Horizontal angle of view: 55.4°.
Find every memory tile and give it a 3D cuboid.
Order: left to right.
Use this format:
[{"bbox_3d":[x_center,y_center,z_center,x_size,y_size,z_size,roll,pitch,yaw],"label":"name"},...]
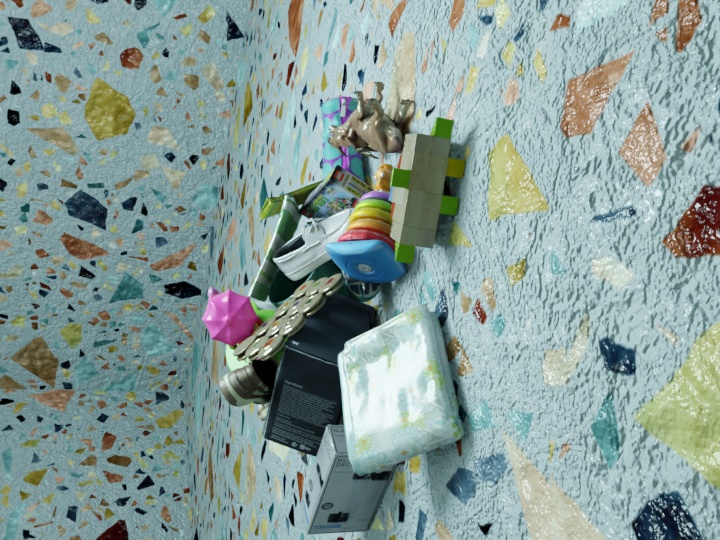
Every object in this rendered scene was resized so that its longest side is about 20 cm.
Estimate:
[{"bbox_3d":[-0.120,0.077,1.142,0.200,0.017,0.153,-46,17,-27],"label":"memory tile"}]

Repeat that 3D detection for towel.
[{"bbox_3d":[-0.166,-0.039,1.332,0.153,0.023,0.203,83,-151,-84],"label":"towel"},{"bbox_3d":[-0.109,-0.154,1.376,0.018,0.198,0.086,62,152,6],"label":"towel"},{"bbox_3d":[0.048,0.165,0.960,0.170,0.048,0.202,-30,52,29],"label":"towel"}]

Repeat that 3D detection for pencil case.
[{"bbox_3d":[-0.035,-0.241,1.337,0.093,0.084,0.203,106,162,-67],"label":"pencil case"}]

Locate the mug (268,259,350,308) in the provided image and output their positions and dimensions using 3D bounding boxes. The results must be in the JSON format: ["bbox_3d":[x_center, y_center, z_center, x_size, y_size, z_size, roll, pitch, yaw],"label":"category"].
[{"bbox_3d":[-0.078,0.021,1.335,0.186,0.114,0.152,-53,27,-8],"label":"mug"}]

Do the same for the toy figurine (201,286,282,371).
[{"bbox_3d":[-0.226,0.087,1.256,0.200,0.150,0.185,48,172,32],"label":"toy figurine"}]

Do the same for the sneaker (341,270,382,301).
[{"bbox_3d":[0.000,0.000,1.229,0.201,0.076,0.081,-106,14,-59],"label":"sneaker"}]

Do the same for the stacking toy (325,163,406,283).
[{"bbox_3d":[0.026,-0.090,1.133,0.114,0.110,0.203,-3,60,28],"label":"stacking toy"}]

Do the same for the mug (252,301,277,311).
[{"bbox_3d":[-0.157,0.171,1.439,0.147,0.173,0.204,-168,84,-72],"label":"mug"}]

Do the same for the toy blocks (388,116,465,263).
[{"bbox_3d":[0.080,-0.120,1.008,0.137,0.098,0.203,-129,47,-78],"label":"toy blocks"}]

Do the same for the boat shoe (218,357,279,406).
[{"bbox_3d":[-0.162,0.181,1.150,0.075,0.074,0.202,54,-172,6],"label":"boat shoe"}]

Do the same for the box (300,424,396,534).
[{"bbox_3d":[-0.020,0.341,1.116,0.060,0.115,0.202,-112,34,-51],"label":"box"}]

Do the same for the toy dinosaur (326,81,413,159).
[{"bbox_3d":[0.027,-0.238,1.182,0.200,0.085,0.137,43,137,46],"label":"toy dinosaur"}]

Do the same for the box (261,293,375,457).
[{"bbox_3d":[-0.070,0.172,1.183,0.201,0.122,0.199,-67,-7,-61],"label":"box"}]

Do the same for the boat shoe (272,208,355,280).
[{"bbox_3d":[-0.080,-0.059,1.233,0.199,0.068,0.073,-32,32,34],"label":"boat shoe"}]

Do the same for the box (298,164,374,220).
[{"bbox_3d":[-0.037,-0.121,1.275,0.035,0.109,0.200,-62,12,-21],"label":"box"}]

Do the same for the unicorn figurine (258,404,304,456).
[{"bbox_3d":[-0.137,0.274,1.395,0.201,0.136,0.074,56,180,-29],"label":"unicorn figurine"}]

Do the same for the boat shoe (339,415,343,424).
[{"bbox_3d":[-0.071,0.260,1.314,0.203,0.085,0.075,-115,35,-53],"label":"boat shoe"}]
